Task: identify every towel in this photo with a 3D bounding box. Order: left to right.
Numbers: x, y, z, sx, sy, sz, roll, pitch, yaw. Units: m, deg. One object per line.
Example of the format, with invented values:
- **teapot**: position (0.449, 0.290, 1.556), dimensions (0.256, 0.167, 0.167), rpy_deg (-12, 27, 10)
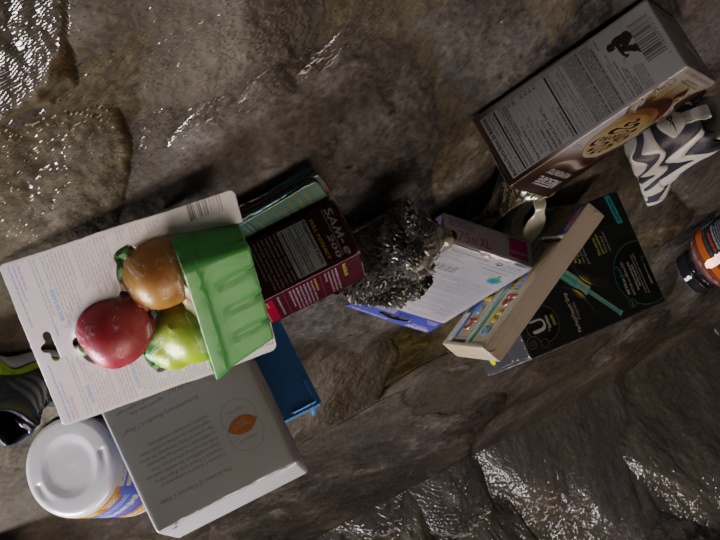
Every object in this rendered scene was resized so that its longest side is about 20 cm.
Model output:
- **towel**: position (-0.089, -0.035, 1.484), dimensions (0.146, 0.022, 0.200), rpy_deg (-28, 167, 2)

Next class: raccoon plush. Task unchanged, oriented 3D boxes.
- **raccoon plush**: position (0.000, 0.000, 1.574), dimensions (0.200, 0.097, 0.134), rpy_deg (-30, 171, 1)

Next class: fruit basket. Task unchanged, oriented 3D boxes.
- **fruit basket**: position (-0.182, 0.030, 1.342), dimensions (0.200, 0.094, 0.186), rpy_deg (-16, 129, -3)

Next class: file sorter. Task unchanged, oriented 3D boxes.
- **file sorter**: position (-0.159, 0.134, 1.684), dimensions (0.200, 0.139, 0.123), rpy_deg (-26, 167, -6)

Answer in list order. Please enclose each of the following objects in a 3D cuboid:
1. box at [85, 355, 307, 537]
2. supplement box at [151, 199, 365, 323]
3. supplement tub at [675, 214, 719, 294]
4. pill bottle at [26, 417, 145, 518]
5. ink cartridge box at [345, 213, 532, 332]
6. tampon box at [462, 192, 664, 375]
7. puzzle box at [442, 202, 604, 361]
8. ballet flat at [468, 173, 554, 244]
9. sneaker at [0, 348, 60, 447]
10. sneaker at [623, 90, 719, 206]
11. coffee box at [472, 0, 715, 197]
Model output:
- **box**: position (-0.164, 0.139, 1.561), dimensions (0.152, 0.200, 0.106), rpy_deg (-26, 168, -2)
- **supplement box**: position (-0.097, 0.015, 1.473), dimensions (0.200, 0.061, 0.109), rpy_deg (-26, 168, -4)
- **supplement tub**: position (0.588, -0.044, 2.469), dimensions (0.200, 0.107, 0.107), rpy_deg (-37, 162, 31)
- **pill bottle**: position (-0.284, 0.225, 1.805), dimensions (0.112, 0.112, 0.200), rpy_deg (-31, 164, 11)
- **ink cartridge box**: position (0.083, 0.006, 1.756), dimensions (0.119, 0.042, 0.200), rpy_deg (17, 147, -27)
- **tampon box**: position (0.229, 0.016, 1.915), dimensions (0.200, 0.150, 0.126), rpy_deg (-21, 175, -23)
- **puzzle box**: position (0.177, 0.012, 1.747), dimensions (0.200, 0.025, 0.133), rpy_deg (-53, -167, -11)
- **ballet flat**: position (0.162, -0.055, 1.745), dimensions (0.068, 0.075, 0.200), rpy_deg (-24, 165, -26)
- **sneaker**: position (-0.320, 0.123, 1.471), dimensions (0.074, 0.081, 0.200), rpy_deg (-34, 164, 21)
- **sneaker**: position (0.368, -0.143, 1.809), dimensions (0.129, 0.080, 0.199), rpy_deg (-22, 156, 11)
- **coffee box**: position (0.221, -0.159, 1.503), dimensions (0.200, 0.080, 0.113), rpy_deg (-35, 164, 21)
